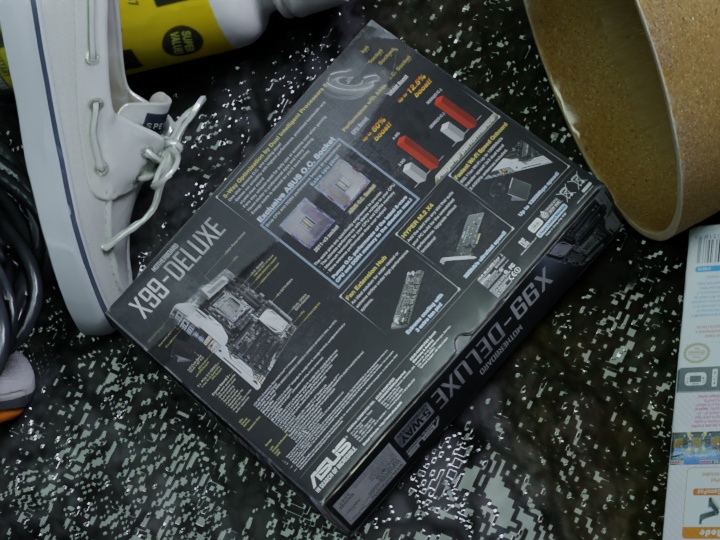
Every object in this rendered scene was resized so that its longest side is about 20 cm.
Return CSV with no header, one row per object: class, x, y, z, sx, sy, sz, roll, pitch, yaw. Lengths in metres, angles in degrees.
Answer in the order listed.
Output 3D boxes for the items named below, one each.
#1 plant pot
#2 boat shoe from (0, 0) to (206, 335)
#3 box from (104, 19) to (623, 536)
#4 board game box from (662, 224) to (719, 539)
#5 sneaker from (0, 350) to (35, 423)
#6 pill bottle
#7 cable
plant pot,0.193,-0.135,0.924,0.200,0.186,0.187,-21,65,-8
boat shoe,-0.116,-0.067,0.980,0.086,0.075,0.202,-8,107,0
box,0.000,0.000,0.970,0.158,0.050,0.200,38,83,29
board game box,0.211,0.078,0.865,0.147,0.064,0.200,-4,66,33
sneaker,-0.262,0.088,1.001,0.200,0.112,0.078,-1,27,-16
pill bottle,-0.112,-0.159,1.030,0.200,0.114,0.114,-13,67,10
cable,-0.226,-0.018,0.980,0.163,0.051,0.200,21,48,1
